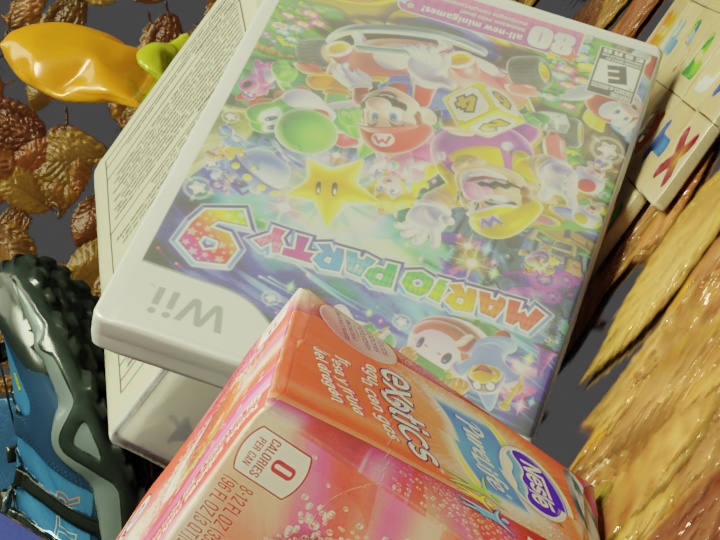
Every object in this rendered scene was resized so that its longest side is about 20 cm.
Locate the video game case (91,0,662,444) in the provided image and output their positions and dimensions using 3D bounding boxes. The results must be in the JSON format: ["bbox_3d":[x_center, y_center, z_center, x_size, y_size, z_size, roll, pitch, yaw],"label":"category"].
[{"bbox_3d":[0.013,-0.029,0.722,0.018,0.143,0.200,101,-171,-49],"label":"video game case"}]

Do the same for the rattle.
[{"bbox_3d":[-0.078,-0.140,1.038,0.130,0.143,0.200,-49,-3,-26],"label":"rattle"}]

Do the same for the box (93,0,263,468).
[{"bbox_3d":[-0.027,-0.012,0.852,0.128,0.109,0.200,-50,27,22],"label":"box"}]

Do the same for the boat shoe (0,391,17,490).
[{"bbox_3d":[-0.093,0.079,0.995,0.069,0.200,0.084,-14,-66,-51],"label":"boat shoe"}]

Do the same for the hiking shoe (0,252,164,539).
[{"bbox_3d":[-0.117,0.094,0.837,0.087,0.200,0.074,-21,-1,11],"label":"hiking shoe"}]

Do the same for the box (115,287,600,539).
[{"bbox_3d":[-0.034,0.120,0.550,0.200,0.103,0.095,-53,7,16],"label":"box"}]

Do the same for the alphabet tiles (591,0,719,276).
[{"bbox_3d":[0.124,-0.080,0.785,0.167,0.006,0.200,-56,6,9],"label":"alphabet tiles"}]

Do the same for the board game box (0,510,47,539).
[{"bbox_3d":[-0.148,0.199,0.742,0.200,0.159,0.097,-55,6,16],"label":"board game box"}]
